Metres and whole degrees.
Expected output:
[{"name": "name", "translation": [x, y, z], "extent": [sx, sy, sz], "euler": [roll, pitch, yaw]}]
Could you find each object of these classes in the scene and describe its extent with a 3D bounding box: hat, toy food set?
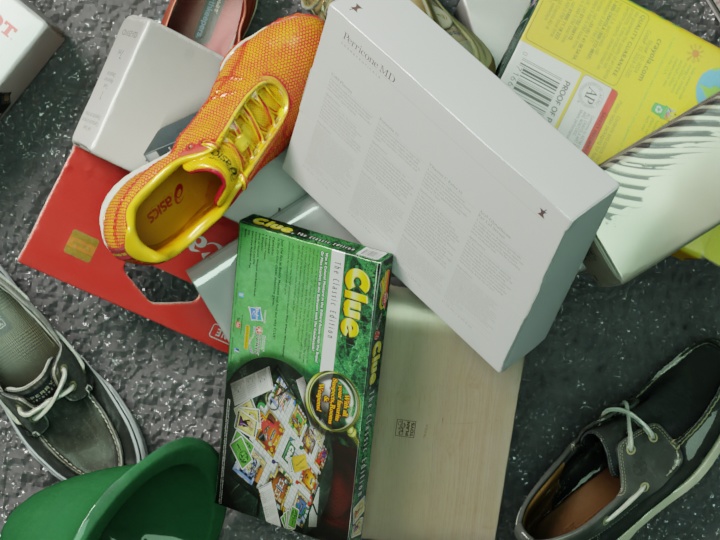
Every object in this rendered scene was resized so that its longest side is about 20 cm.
[{"name": "hat", "translation": [-0.215, 0.163, 1.375], "extent": [0.175, 0.167, 0.200], "euler": [25, 50, 28]}, {"name": "toy food set", "translation": [0.030, 0.092, 1.374], "extent": [0.142, 0.060, 0.202], "euler": [7, 111, 0]}]

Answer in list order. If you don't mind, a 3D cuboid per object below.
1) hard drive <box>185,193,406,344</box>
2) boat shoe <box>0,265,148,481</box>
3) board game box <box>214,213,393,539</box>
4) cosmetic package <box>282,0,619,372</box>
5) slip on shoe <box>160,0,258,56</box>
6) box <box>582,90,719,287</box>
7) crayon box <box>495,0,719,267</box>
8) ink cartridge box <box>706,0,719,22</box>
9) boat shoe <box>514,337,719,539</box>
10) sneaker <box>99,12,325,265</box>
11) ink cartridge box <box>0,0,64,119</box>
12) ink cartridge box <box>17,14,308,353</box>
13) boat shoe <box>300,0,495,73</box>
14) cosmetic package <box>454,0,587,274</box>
[{"name": "hard drive", "translation": [0.000, 0.000, 1.374], "extent": [0.199, 0.026, 0.132], "euler": [-32, 120, -5]}, {"name": "boat shoe", "translation": [-0.218, 0.075, 1.381], "extent": [0.072, 0.071, 0.200], "euler": [-40, 94, -2]}, {"name": "board game box", "translation": [-0.038, 0.072, 1.324], "extent": [0.104, 0.023, 0.202], "euler": [18, 114, 25]}, {"name": "cosmetic package", "translation": [0.049, -0.057, 1.246], "extent": [0.052, 0.151, 0.200], "euler": [-35, 69, -32]}, {"name": "slip on shoe", "translation": [-0.120, -0.123, 1.390], "extent": [0.074, 0.061, 0.202], "euler": [21, 91, -2]}, {"name": "box", "translation": [0.217, -0.069, 1.255], "extent": [0.199, 0.082, 0.069], "euler": [-32, 91, -6]}, {"name": "crayon box", "translation": [0.180, -0.092, 1.317], "extent": [0.199, 0.051, 0.128], "euler": [28, 87, -3]}, {"name": "ink cartridge box", "translation": [0.296, -0.198, 1.391], "extent": [0.115, 0.068, 0.201], "euler": [-31, 91, -1]}, {"name": "boat shoe", "translation": [0.182, 0.120, 1.378], "extent": [0.200, 0.068, 0.072], "euler": [-46, 48, -5]}, {"name": "sneaker", "translation": [-0.078, -0.077, 1.292], "extent": [0.073, 0.077, 0.200], "euler": [43, 78, -25]}, {"name": "ink cartridge box", "translation": [-0.316, -0.129, 1.376], "extent": [0.145, 0.083, 0.200], "euler": [39, 90, 0]}, {"name": "ink cartridge box", "translation": [-0.099, -0.045, 1.357], "extent": [0.199, 0.045, 0.177], "euler": [25, 90, -28]}, {"name": "boat shoe", "translation": [0.013, -0.171, 1.338], "extent": [0.074, 0.063, 0.200], "euler": [-54, 46, 6]}, {"name": "cosmetic package", "translation": [0.139, -0.100, 1.382], "extent": [0.106, 0.090, 0.202], "euler": [-15, 87, -2]}]
